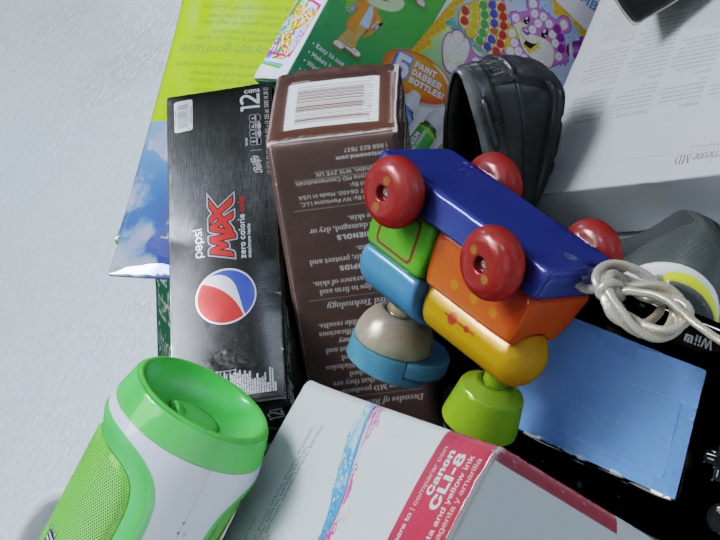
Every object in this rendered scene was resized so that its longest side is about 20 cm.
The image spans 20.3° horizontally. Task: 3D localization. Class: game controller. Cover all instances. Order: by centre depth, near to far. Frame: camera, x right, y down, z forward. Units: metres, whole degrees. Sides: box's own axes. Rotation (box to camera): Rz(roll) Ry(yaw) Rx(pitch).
[{"bbox_3d":[0.117,0.059,0.949,0.199,0.042,0.105,22,114,41],"label":"game controller"}]

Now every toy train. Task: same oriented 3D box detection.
[{"bbox_3d":[0.073,0.032,0.925,0.200,0.084,0.116,38,120,39],"label":"toy train"}]

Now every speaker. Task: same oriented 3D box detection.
[{"bbox_3d":[-0.122,0.145,1.002,0.201,0.088,0.089,-61,24,18],"label":"speaker"}]

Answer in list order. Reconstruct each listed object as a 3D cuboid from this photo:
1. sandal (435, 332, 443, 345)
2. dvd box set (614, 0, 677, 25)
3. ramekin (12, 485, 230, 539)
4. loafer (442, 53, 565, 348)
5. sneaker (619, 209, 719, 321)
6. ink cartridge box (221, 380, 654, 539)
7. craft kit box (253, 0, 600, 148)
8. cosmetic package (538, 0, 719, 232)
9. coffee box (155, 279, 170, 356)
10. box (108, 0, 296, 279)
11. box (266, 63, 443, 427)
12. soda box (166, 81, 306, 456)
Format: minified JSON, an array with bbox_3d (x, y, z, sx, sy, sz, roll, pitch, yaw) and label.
[{"bbox_3d":[0.020,-0.019,1.231,0.076,0.043,0.201,-29,52,12],"label":"sandal"},{"bbox_3d":[0.212,-0.228,1.131,0.146,0.029,0.200,-30,22,28],"label":"dvd box set"},{"bbox_3d":[-0.122,0.220,1.145,0.200,0.097,0.202,4,95,55],"label":"ramekin"},{"bbox_3d":[0.064,-0.020,1.116,0.068,0.070,0.202,27,116,54],"label":"loafer"},{"bbox_3d":[0.122,0.035,1.047,0.200,0.075,0.085,-30,18,46],"label":"sneaker"},{"bbox_3d":[0.035,0.158,0.958,0.145,0.145,0.200,-63,27,-8],"label":"ink cartridge box"},{"bbox_3d":[0.066,-0.145,1.178,0.048,0.199,0.199,8,69,60],"label":"craft kit box"},{"bbox_3d":[0.183,-0.099,1.089,0.200,0.052,0.152,-3,57,60],"label":"cosmetic package"},{"bbox_3d":[-0.105,0.066,1.292,0.123,0.044,0.202,-143,52,-75],"label":"coffee box"},{"bbox_3d":[-0.069,-0.072,1.207,0.121,0.048,0.201,4,63,17],"label":"box"},{"bbox_3d":[0.000,0.000,1.092,0.074,0.201,0.100,-5,26,4],"label":"box"},{"bbox_3d":[-0.067,0.000,1.096,0.063,0.071,0.201,-7,59,7],"label":"soda box"}]
